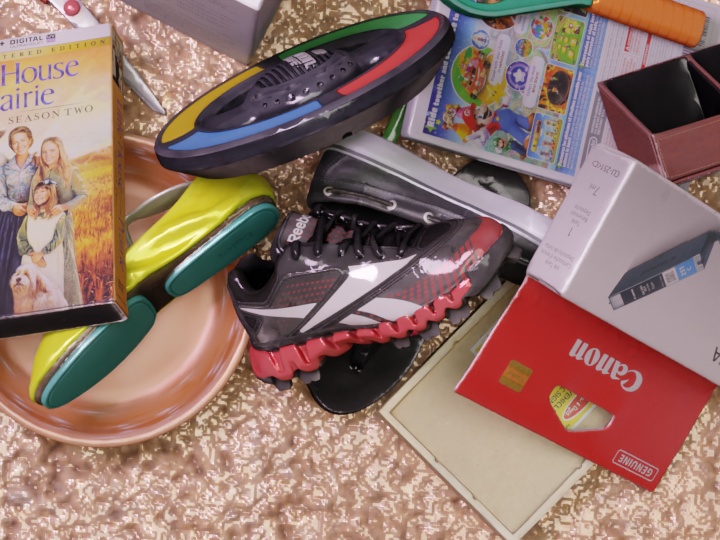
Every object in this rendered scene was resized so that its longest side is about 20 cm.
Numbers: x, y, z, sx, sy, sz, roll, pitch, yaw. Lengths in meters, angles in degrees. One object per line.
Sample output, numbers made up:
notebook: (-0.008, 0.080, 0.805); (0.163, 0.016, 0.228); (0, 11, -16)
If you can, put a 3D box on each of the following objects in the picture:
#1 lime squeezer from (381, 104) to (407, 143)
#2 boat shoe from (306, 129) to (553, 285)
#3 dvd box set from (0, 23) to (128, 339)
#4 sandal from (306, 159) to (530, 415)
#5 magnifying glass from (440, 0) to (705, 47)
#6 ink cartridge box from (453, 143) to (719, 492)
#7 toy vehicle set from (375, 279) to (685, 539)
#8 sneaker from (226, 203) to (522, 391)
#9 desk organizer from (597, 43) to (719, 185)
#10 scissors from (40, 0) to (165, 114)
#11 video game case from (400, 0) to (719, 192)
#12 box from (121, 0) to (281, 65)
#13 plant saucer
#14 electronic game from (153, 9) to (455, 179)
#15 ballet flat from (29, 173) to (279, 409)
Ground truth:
lime squeezer: (0.071, -0.117, 1.536); (0.199, 0.038, 0.071); (-24, 85, -8)
boat shoe: (0.059, -0.022, 1.485); (0.199, 0.069, 0.057); (27, 73, 6)
dvd box set: (-0.218, -0.053, 1.462); (0.145, 0.029, 0.201); (-7, 62, 8)
sandal: (0.033, 0.006, 1.520); (0.075, 0.045, 0.200); (41, 84, -1)
magnifying glass: (0.129, -0.184, 1.506); (0.199, 0.022, 0.080); (17, 84, -18)
ink cartridge box: (0.177, 0.040, 1.464); (0.199, 0.045, 0.177); (27, 93, -38)
toy vehicle set: (0.123, 0.065, 1.531); (0.200, 0.027, 0.124); (-45, 90, -6)
sneaker: (0.000, 0.000, 1.441); (0.200, 0.071, 0.098); (-21, 109, 29)
desk organizer: (0.260, -0.115, 1.515); (0.199, 0.072, 0.077); (-18, 92, -14)
scissors: (-0.192, -0.185, 1.533); (0.199, 0.014, 0.073); (34, 82, 0)
video game case: (0.134, -0.129, 1.527); (0.199, 0.018, 0.144); (15, 85, -18)
box: (-0.099, -0.211, 1.449); (0.124, 0.200, 0.098); (27, 84, -2)
plant saucer: (-0.165, 0.012, 1.510); (0.199, 0.037, 0.202); (0, 87, -5)
electronic game: (-0.035, -0.111, 1.450); (0.199, 0.200, 0.042); (-26, 107, -5)
ballet flat: (-0.140, 0.002, 1.469); (0.200, 0.067, 0.067); (-41, 69, -9)
